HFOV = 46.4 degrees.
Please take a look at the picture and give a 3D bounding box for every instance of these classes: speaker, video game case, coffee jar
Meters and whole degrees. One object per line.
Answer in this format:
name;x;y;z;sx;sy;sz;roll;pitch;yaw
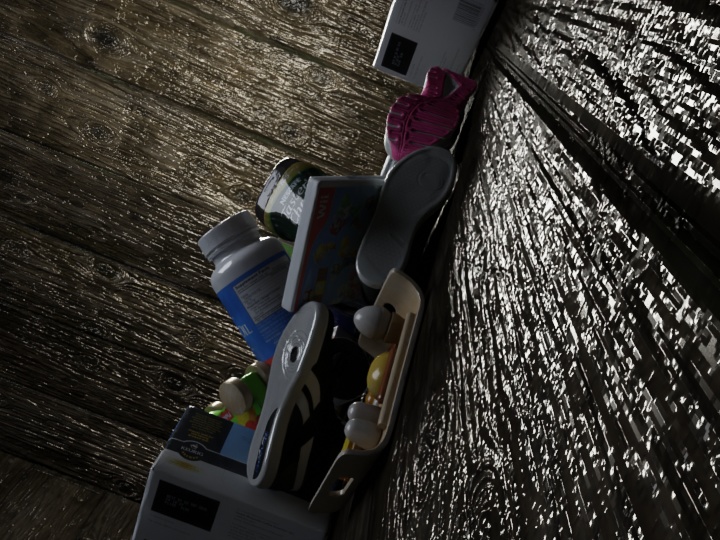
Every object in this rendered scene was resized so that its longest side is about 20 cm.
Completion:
speaker;-0.066;0.152;1.106;0.200;0.080;0.082;-36;30;54
video game case;0.001;-0.034;0.931;0.198;0.017;0.145;-9;-61;-49
coffee jar;-0.046;-0.066;1.045;0.199;0.085;0.105;31;93;43

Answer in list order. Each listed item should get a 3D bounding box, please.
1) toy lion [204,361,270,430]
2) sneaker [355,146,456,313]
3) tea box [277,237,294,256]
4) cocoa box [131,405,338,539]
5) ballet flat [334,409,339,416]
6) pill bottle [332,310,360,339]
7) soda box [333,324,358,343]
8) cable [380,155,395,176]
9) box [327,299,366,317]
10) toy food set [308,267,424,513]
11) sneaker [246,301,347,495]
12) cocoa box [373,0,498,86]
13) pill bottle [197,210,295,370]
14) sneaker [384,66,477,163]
toy lion;-0.128;0.234;1.096;0.068;0.193;0.200;-28;-10;-48
sneaker;0.047;-0.041;0.917;0.100;0.070;0.202;92;-158;-58
tea box;-0.072;0.022;1.539;0.134;0.197;0.199;-73;4;-68
cocoa box;-0.137;0.268;0.942;0.132;0.197;0.135;-74;5;-68
ballet flat;-0.079;0.279;1.146;0.063;0.068;0.203;136;154;-74
pill bottle;-0.046;0.100;1.351;0.111;0.109;0.203;-79;9;-77
soda box;-0.077;0.166;1.259;0.199;0.063;0.071;-39;22;38
cable;0.061;-0.141;1.403;0.200;0.068;0.203;121;169;-78
box;0.000;0.000;1.180;0.200;0.104;0.124;135;154;-83
toy food set;-0.001;0.115;0.794;0.144;0.060;0.202;114;176;-52
sneaker;-0.042;0.139;0.894;0.073;0.110;0.203;27;99;60
cocoa box;0.115;-0.377;1.193;0.201;0.131;0.133;114;176;-58
pill bottle;-0.131;0.026;1.123;0.111;0.202;0.112;-32;-1;-1
sneaker;0.083;-0.169;1.021;0.200;0.080;0.089;-49;-20;-49
